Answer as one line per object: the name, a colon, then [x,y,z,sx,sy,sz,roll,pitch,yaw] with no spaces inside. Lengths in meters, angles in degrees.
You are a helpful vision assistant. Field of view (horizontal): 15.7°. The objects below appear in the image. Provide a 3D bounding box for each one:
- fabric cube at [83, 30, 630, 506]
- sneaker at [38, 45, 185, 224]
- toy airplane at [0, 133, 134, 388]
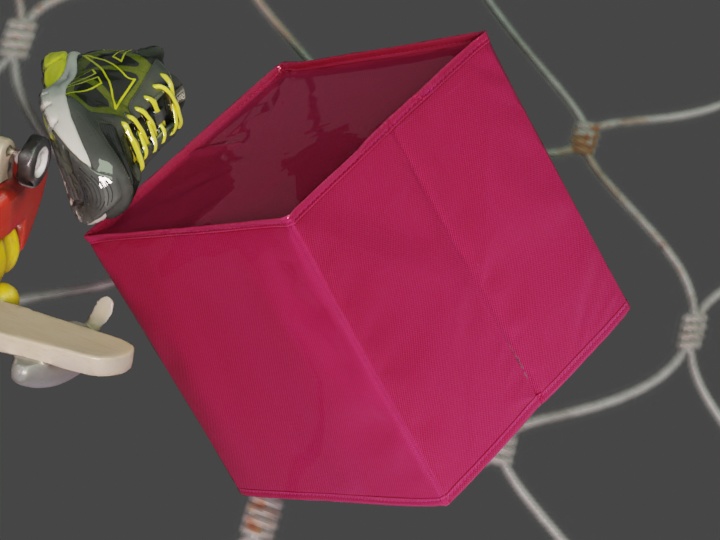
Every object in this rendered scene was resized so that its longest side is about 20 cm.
fabric cube: [0.000,0.000,1.543,0.200,0.196,0.200,-44,114,-33]
sneaker: [-0.146,-0.095,1.570,0.084,0.075,0.200,-16,28,-2]
toy airplane: [-0.248,0.017,1.490,0.199,0.141,0.200,-15,46,-19]
